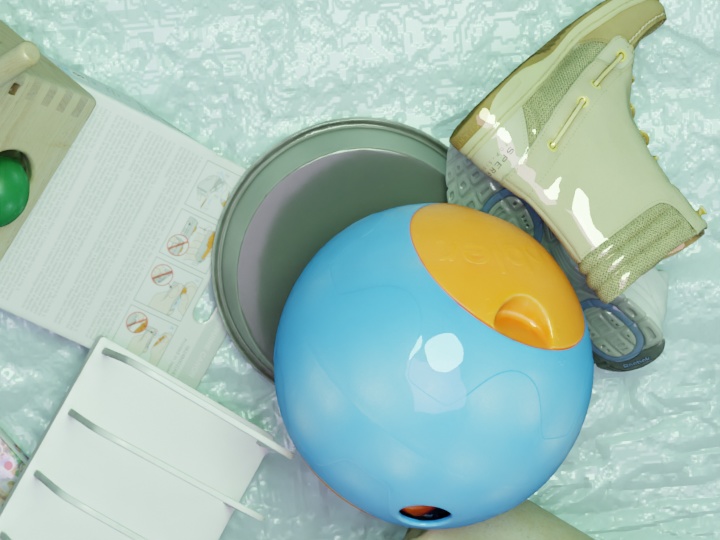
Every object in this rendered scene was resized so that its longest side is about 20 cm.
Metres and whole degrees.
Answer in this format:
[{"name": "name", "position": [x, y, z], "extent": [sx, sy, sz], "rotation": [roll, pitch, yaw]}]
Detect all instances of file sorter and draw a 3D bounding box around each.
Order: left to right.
[{"name": "file sorter", "position": [-0.149, 0.166, 1.461], "extent": [0.138, 0.124, 0.201], "rotation": [31, 83, -15]}]

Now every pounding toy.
[{"name": "pounding toy", "position": [-0.269, -0.094, 1.400], "extent": [0.200, 0.142, 0.185], "rotation": [38, 101, 28]}]

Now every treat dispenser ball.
[{"name": "treat dispenser ball", "position": [0.045, 0.059, 1.406], "extent": [0.199, 0.201, 0.203], "rotation": [0, 101, -1]}]

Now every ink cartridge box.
[{"name": "ink cartridge box", "position": [-0.164, -0.030, 1.518], "extent": [0.199, 0.047, 0.161], "rotation": [26, 99, -23]}]

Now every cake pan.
[{"name": "cake pan", "position": [0.000, 0.000, 1.511], "extent": [0.198, 0.037, 0.202], "rotation": [-1, 103, -6]}]

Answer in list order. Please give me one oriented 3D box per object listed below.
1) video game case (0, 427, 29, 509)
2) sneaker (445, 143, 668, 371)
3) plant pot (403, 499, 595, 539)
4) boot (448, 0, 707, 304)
[{"name": "video game case", "position": [-0.273, 0.185, 1.562], "extent": [0.143, 0.018, 0.200], "rotation": [-40, 99, 6]}, {"name": "sneaker", "position": [0.130, -0.024, 1.495], "extent": [0.074, 0.087, 0.200], "rotation": [-30, 110, 36]}, {"name": "plant pot", "position": [0.100, 0.235, 1.505], "extent": [0.183, 0.200, 0.201], "rotation": [37, 99, 4]}, {"name": "boot", "position": [0.166, -0.082, 1.435], "extent": [0.156, 0.200, 0.073], "rotation": [48, 141, 3]}]
